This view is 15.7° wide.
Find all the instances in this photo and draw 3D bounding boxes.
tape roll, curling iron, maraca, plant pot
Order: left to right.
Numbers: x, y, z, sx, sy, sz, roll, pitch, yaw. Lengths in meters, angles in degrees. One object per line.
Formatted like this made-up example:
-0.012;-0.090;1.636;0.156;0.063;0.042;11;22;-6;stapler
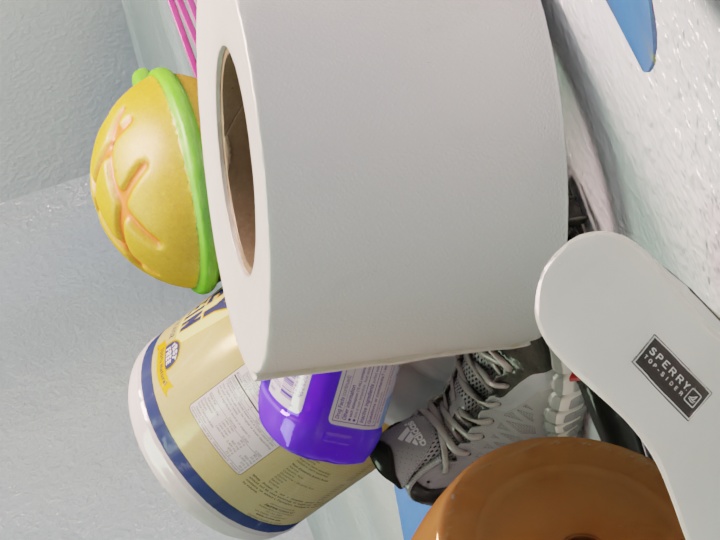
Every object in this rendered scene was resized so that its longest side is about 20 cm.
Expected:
-0.113;-0.058;1.581;0.200;0.107;0.138;-142;45;-72;maraca
0.006;-0.058;1.223;0.203;0.139;0.203;173;90;-80;tape roll
0.090;0.171;1.196;0.140;0.199;0.200;102;153;-43;plant pot
0.113;0.043;1.267;0.050;0.025;0.201;-122;14;-74;curling iron

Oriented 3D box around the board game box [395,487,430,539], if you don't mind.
0.079;0.169;1.719;0.158;0.039;0.201;126;140;-52;board game box

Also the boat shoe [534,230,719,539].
0.142;0.062;0.970;0.064;0.071;0.200;28;-158;-49;boat shoe

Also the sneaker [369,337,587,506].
0.059;0.074;1.405;0.200;0.115;0.075;79;169;-52;sneaker

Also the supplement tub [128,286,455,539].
-0.024;0.055;1.540;0.144;0.200;0.145;37;-148;-28;supplement tub

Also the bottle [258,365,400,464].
0.000;0.000;1.396;0.084;0.065;0.201;-130;54;-66;bottle

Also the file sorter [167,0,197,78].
-0.054;-0.185;1.572;0.200;0.125;0.139;106;144;-78;file sorter

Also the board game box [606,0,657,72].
0.084;-0.167;0.898;0.200;0.039;0.158;-109;-1;-48;board game box
